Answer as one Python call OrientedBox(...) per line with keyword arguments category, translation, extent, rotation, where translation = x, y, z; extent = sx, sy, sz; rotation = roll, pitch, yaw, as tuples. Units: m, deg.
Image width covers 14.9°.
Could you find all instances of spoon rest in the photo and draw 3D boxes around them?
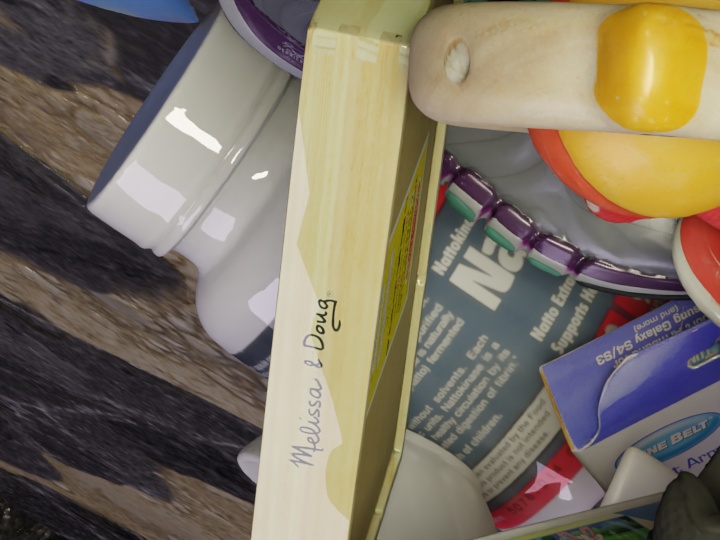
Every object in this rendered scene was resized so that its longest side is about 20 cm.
OrientedBox(category="spoon rest", translation=(0.029, 0.085, 0.888), extent=(0.099, 0.061, 0.200), rotation=(36, 161, -26))

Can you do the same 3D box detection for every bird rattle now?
OrientedBox(category="bird rattle", translation=(0.088, -0.049, 0.662), extent=(0.163, 0.113, 0.200), rotation=(6, -170, -32))

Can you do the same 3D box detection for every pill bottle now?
OrientedBox(category="pill bottle", translation=(0.011, -0.004, 0.972), extent=(0.200, 0.120, 0.120), rotation=(33, 166, -10))

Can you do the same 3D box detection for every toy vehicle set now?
OrientedBox(category="toy vehicle set", translation=(0.000, 0.000, 0.763), extent=(0.026, 0.124, 0.200), rotation=(10, 119, 6))

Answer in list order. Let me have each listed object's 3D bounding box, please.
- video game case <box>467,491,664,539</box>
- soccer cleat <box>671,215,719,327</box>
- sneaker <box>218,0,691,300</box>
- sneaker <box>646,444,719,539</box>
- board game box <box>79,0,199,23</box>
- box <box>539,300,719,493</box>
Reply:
OrientedBox(category="video game case", translation=(0.111, 0.105, 0.693), extent=(0.200, 0.022, 0.182), rotation=(-10, -154, -33))
OrientedBox(category="soccer cleat", translation=(0.170, 0.037, 0.811), extent=(0.200, 0.069, 0.085), rotation=(20, 141, -17))
OrientedBox(category="sneaker", translation=(0.041, -0.062, 0.817), extent=(0.200, 0.074, 0.088), rotation=(30, 161, 9))
OrientedBox(category="sneaker", translation=(0.134, 0.056, 0.646), extent=(0.074, 0.200, 0.087), rotation=(30, 131, 41))
OrientedBox(category="board game box", translation=(-0.126, -0.149, 0.937), extent=(0.158, 0.039, 0.200), rotation=(23, 170, 11))
OrientedBox(category="box", translation=(0.142, 0.052, 0.909), extent=(0.200, 0.119, 0.041), rotation=(51, -165, -50))
